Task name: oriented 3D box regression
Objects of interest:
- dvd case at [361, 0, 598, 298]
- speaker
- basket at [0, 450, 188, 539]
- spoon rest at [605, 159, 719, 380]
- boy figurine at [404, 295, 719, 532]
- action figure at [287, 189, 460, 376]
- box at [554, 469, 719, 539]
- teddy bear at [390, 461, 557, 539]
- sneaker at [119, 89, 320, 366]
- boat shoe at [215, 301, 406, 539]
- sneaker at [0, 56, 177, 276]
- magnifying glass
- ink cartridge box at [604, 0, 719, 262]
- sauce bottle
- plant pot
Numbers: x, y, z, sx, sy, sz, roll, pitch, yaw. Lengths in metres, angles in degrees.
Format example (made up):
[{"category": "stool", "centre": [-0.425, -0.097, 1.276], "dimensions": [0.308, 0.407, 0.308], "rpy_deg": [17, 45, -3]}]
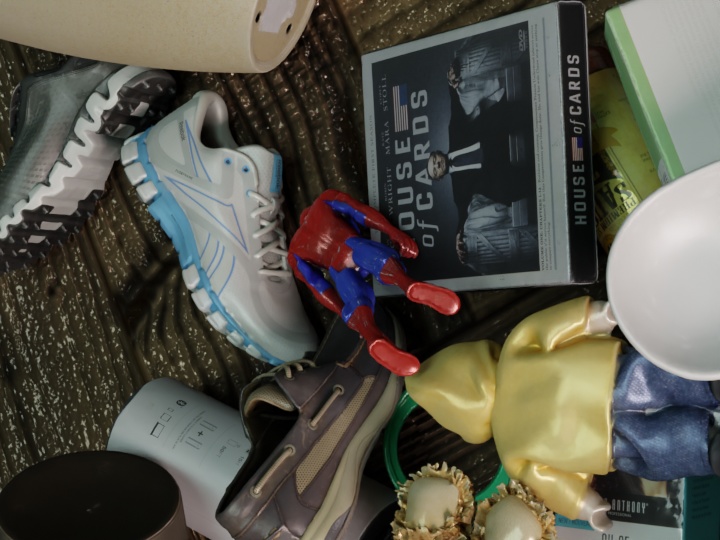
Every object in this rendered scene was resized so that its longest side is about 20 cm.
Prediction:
[{"category": "dvd case", "centre": [0.063, -0.063, 1.097], "dimensions": [0.200, 0.025, 0.152], "rpy_deg": [-6, 87, 58]}, {"category": "speaker", "centre": [-0.061, 0.139, 1.197], "dimensions": [0.199, 0.081, 0.082], "rpy_deg": [23, 103, 31]}, {"category": "basket", "centre": [-0.160, 0.225, 1.190], "dimensions": [0.180, 0.136, 0.201], "rpy_deg": [26, 128, 39]}, {"category": "spoon rest", "centre": [0.206, -0.032, 0.943], "dimensions": [0.200, 0.061, 0.099], "rpy_deg": [-43, 74, -1]}, {"category": "boy figurine", "centre": [0.115, 0.076, 1.028], "dimensions": [0.199, 0.064, 0.125], "rpy_deg": [0, 94, 35]}, {"category": "action figure", "centre": [0.000, 0.000, 1.127], "dimensions": [0.066, 0.051, 0.200], "rpy_deg": [-60, 28, 10]}, {"category": "box", "centre": [0.153, 0.153, 1.071], "dimensions": [0.082, 0.049, 0.202], "rpy_deg": [2, 92, 34]}, {"category": "teddy bear", "centre": [0.067, 0.200, 1.056], "dimensions": [0.144, 0.067, 0.201], "rpy_deg": [-9, 100, 33]}, {"category": "sneaker", "centre": [-0.074, -0.030, 1.211], "dimensions": [0.087, 0.075, 0.201], "rpy_deg": [-41, 69, 21]}, {"category": "boat shoe", "centre": [-0.029, 0.083, 1.118], "dimensions": [0.073, 0.201, 0.074], "rpy_deg": [37, 133, -18]}, {"category": "sneaker", "centre": [-0.209, -0.085, 1.306], "dimensions": [0.200, 0.066, 0.091], "rpy_deg": [-48, 63, 20]}, {"category": "magnifying glass", "centre": [0.069, 0.158, 1.131], "dimensions": [0.079, 0.022, 0.201], "rpy_deg": [-17, 85, -1]}, {"category": "ink cartridge box", "centre": [0.243, -0.101, 1.003], "dimensions": [0.199, 0.048, 0.146], "rpy_deg": [-21, 77, 3]}, {"category": "sauce bottle", "centre": [0.161, -0.028, 1.055], "dimensions": [0.066, 0.066, 0.201], "rpy_deg": [-41, 67, 27]}, {"category": "plant pot", "centre": [-0.131, -0.202, 1.197], "dimensions": [0.199, 0.187, 0.188], "rpy_deg": [24, 104, 17]}]
